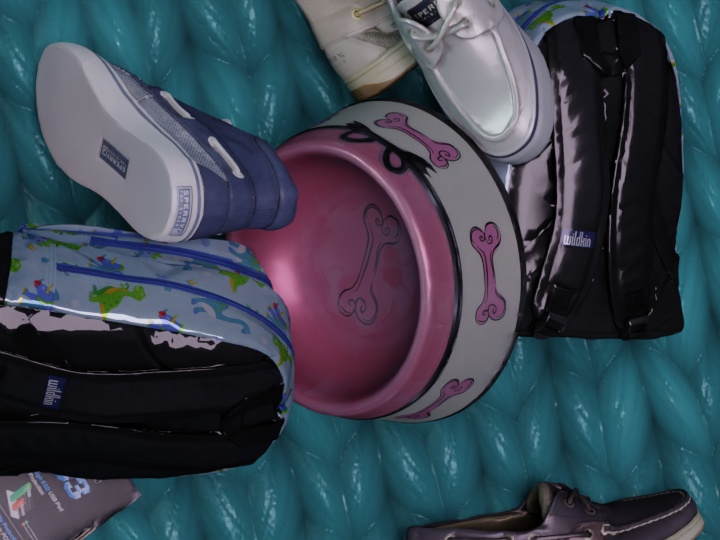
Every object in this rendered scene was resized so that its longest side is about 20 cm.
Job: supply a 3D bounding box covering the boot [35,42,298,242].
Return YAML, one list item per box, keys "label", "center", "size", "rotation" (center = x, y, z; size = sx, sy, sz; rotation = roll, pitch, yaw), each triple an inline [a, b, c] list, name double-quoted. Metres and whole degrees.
- label: "boot"
  center: [-0.120, -0.075, 1.519]
  size: [0.090, 0.200, 0.073]
  rotation: [-1, 122, -34]

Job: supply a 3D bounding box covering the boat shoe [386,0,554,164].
- label: "boat shoe"
  center: [0.051, -0.156, 1.504]
  size: [0.072, 0.066, 0.201]
  rotation: [-26, 76, 27]

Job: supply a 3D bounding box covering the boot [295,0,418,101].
- label: "boot"
  center: [0.029, -0.225, 1.600]
  size: [0.200, 0.072, 0.155]
  rotation: [-41, 97, -11]

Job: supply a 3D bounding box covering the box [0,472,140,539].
- label: "box"
  center: [-0.267, 0.112, 1.525]
  size: [0.198, 0.050, 0.201]
  rotation: [-36, 100, -20]

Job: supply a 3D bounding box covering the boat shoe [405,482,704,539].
- label: "boat shoe"
  center: [0.124, 0.168, 1.625]
  size: [0.199, 0.072, 0.065]
  rotation: [-14, 99, -8]

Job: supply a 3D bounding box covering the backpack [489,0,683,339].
- label: "backpack"
  center: [0.127, -0.070, 1.587]
  size: [0.162, 0.154, 0.201]
  rotation: [-1, 109, -24]

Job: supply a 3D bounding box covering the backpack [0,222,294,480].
- label: "backpack"
  center: [-0.136, 0.049, 1.470]
  size: [0.199, 0.154, 0.164]
  rotation: [11, 128, 0]

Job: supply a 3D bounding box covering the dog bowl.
- label: "dog bowl"
  center: [0.000, 0.000, 1.523]
  size: [0.074, 0.199, 0.201]
  rotation: [-12, 94, -48]
